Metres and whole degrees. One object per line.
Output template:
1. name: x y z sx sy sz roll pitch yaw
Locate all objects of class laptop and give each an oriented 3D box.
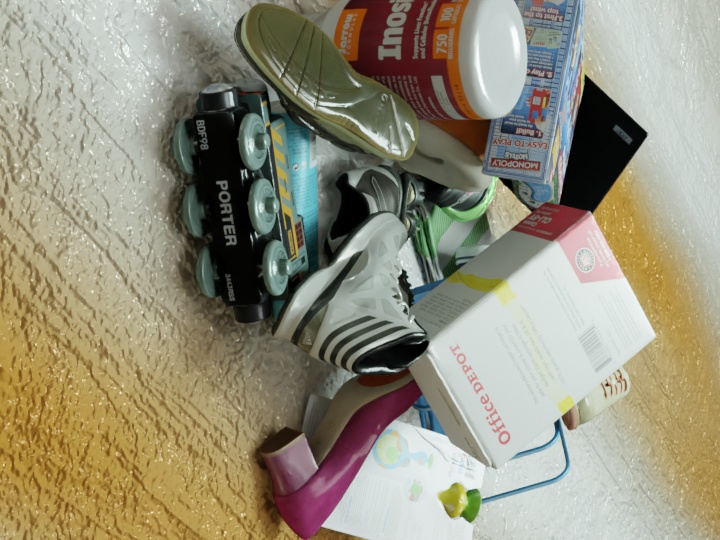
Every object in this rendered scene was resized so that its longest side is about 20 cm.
1. laptop: 0.213 -0.121 1.751 0.103 0.177 0.200 -40 154 -4

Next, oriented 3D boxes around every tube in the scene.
1. tube: -0.060 -0.047 1.471 0.077 0.050 0.201 -26 119 -53

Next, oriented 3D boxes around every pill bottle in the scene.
1. pill bottle: 0.036 -0.188 1.470 0.113 0.200 0.113 -5 95 -60

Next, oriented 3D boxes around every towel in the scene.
1. towel: 0.106 -0.030 1.781 0.153 0.023 0.200 -54 136 -46

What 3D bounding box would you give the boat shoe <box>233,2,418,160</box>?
1. boat shoe: -0.037 -0.148 1.390 0.201 0.066 0.072 32 60 -36

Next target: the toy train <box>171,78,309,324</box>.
1. toy train: -0.094 -0.060 1.379 0.114 0.085 0.201 -45 129 -66

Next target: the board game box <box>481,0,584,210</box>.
1. board game box: 0.161 -0.145 1.547 0.200 0.062 0.200 76 27 -62

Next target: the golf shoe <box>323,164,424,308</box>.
1. golf shoe: 0.000 0.000 1.565 0.094 0.078 0.201 6 84 -42

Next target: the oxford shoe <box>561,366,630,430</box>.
1. oxford shoe: 0.232 0.111 1.685 0.200 0.074 0.071 -42 116 -78

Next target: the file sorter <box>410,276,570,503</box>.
1. file sorter: 0.119 0.116 1.655 0.123 0.138 0.200 -97 167 -53

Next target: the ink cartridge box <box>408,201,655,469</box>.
1. ink cartridge box: 0.143 0.056 1.497 0.200 0.083 0.145 -37 114 -16

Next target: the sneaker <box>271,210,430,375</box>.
1. sneaker: 0.016 0.031 1.438 0.201 0.115 0.076 -46 166 -51

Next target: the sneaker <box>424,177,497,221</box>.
1. sneaker: 0.094 -0.151 1.691 0.084 0.077 0.201 15 64 -42

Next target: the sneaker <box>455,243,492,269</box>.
1. sneaker: 0.158 0.024 1.779 0.200 0.078 0.080 24 65 -62

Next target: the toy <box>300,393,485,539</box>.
1. toy: 0.020 0.200 1.578 0.200 0.047 0.115 19 73 -22

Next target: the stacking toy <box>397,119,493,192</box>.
1. stacking toy: 0.101 -0.188 1.590 0.200 0.146 0.146 -60 144 -8

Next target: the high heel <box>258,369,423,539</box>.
1. high heel: 0.001 0.156 1.521 0.200 0.067 0.096 -29 112 -21
